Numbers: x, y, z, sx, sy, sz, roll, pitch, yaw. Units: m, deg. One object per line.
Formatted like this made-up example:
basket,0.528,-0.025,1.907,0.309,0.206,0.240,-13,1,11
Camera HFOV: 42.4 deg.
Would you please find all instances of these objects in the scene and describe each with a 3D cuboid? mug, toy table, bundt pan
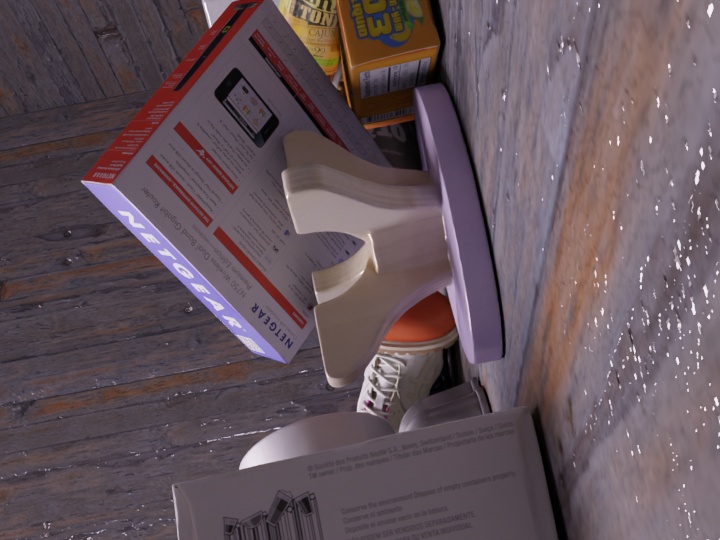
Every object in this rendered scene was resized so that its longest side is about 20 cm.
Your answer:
mug,-0.008,0.234,0.831,0.186,0.149,0.154,26,-145,-45
toy table,0.017,-0.025,0.624,0.185,0.116,0.201,79,179,-52
bundt pan,0.077,0.194,0.756,0.202,0.075,0.204,169,90,-89

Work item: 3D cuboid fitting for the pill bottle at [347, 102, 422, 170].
pill bottle,0.002,-0.113,0.920,0.114,0.113,0.201,80,180,-48

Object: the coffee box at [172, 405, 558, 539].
coffee box,0.017,0.213,0.550,0.198,0.198,0.202,77,-178,-72

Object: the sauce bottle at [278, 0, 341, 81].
sauce bottle,-0.027,-0.243,0.744,0.065,0.064,0.201,-100,24,-54

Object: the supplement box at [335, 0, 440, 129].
supplement box,0.018,-0.160,0.689,0.200,0.068,0.067,102,156,-85

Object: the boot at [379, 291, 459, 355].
boot,0.000,0.000,0.809,0.075,0.198,0.108,-56,-15,-44

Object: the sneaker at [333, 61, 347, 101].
sneaker,-0.039,-0.228,0.860,0.075,0.089,0.202,71,-146,-82

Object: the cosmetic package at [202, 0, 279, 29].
cosmetic package,-0.074,-0.298,1.095,0.166,0.198,0.166,-100,0,-49

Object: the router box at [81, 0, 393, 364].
router box,-0.074,-0.064,0.687,0.049,0.180,0.200,10,147,48

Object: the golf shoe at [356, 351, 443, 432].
golf shoe,0.033,0.117,0.906,0.092,0.075,0.202,-49,-34,-45

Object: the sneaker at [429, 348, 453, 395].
sneaker,0.079,0.120,0.984,0.082,0.070,0.201,48,157,35
